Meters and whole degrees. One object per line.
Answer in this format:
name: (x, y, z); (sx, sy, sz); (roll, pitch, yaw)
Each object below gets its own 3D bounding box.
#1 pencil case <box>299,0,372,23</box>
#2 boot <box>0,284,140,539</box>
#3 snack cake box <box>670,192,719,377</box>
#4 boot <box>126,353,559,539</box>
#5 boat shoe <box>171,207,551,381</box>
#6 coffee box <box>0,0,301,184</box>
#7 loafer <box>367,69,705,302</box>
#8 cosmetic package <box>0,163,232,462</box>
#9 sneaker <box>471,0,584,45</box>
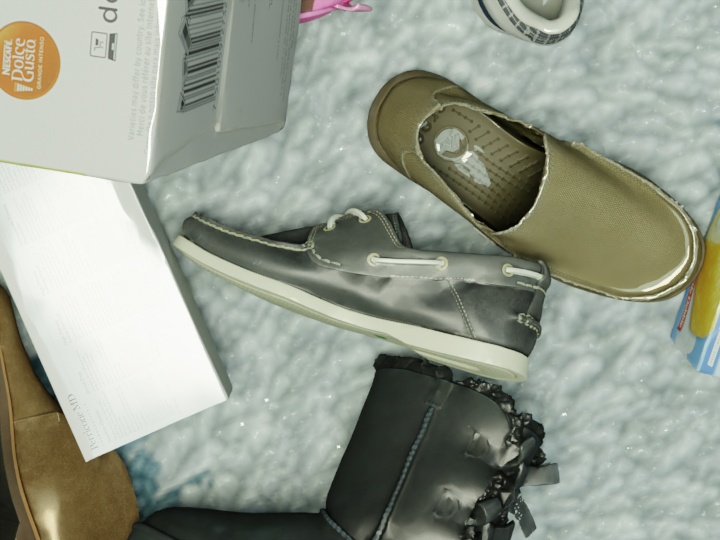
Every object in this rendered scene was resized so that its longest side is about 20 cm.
pencil case: (-0.043, -0.221, 0.879); (0.093, 0.091, 0.201); (5, 107, 28)
boot: (-0.172, 0.093, 0.968); (0.075, 0.074, 0.201); (-18, 103, -27)
snack cake box: (0.255, -0.033, 0.955); (0.115, 0.067, 0.201); (15, 103, -7)
boot: (-0.008, 0.120, 0.955); (0.198, 0.073, 0.163); (19, 71, 24)
boat shoe: (0.000, 0.000, 0.938); (0.199, 0.072, 0.068); (16, 85, 11)
coffee box: (-0.140, -0.160, 0.769); (0.197, 0.200, 0.201); (10, 103, 12)
loafer: (0.094, -0.036, 0.942); (0.199, 0.067, 0.076); (25, 101, -9)
cosmetic package: (-0.143, -0.011, 0.927); (0.082, 0.051, 0.201); (-23, 95, 0)
sneaker: (0.072, -0.211, 0.892); (0.076, 0.081, 0.201); (-19, 103, 3)
